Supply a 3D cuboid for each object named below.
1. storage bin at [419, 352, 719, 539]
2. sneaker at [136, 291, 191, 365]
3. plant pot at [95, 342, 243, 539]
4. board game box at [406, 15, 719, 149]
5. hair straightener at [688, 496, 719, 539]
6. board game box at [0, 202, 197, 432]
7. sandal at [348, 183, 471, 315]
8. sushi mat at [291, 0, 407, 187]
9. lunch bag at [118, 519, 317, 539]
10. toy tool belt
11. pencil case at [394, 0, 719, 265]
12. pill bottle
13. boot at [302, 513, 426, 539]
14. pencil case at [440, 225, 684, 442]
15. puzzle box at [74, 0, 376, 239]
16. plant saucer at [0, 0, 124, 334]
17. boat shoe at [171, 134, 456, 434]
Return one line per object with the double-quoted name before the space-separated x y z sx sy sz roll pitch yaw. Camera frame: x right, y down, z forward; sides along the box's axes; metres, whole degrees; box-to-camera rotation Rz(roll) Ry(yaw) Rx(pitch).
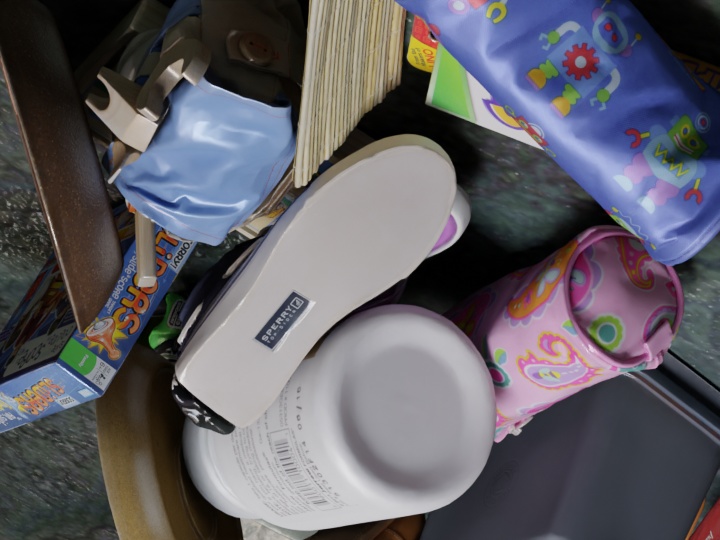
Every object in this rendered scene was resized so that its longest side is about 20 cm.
"storage bin" 0.127 0.144 1.653 0.145 0.135 0.200 36 150 -20
"sneaker" -0.088 0.060 1.737 0.199 0.078 0.085 6 146 31
"plant pot" -0.107 0.135 1.649 0.027 0.201 0.200 -15 139 11
"board game box" 0.117 -0.088 1.390 0.199 0.030 0.096 24 151 7
"hair straightener" 0.254 0.129 1.639 0.077 0.041 0.200 -4 146 -15
"board game box" -0.167 0.024 1.651 0.034 0.136 0.200 37 158 -15
"sandal" -0.007 -0.004 1.544 0.082 0.050 0.203 29 149 -8
"sushi mat" 0.000 -0.123 1.348 0.012 0.096 0.200 34 154 14
"lunch bag" -0.074 0.184 1.893 0.164 0.118 0.200 28 156 -5
"toy tool belt" -0.074 -0.085 1.407 0.124 0.123 0.200 20 142 -7
"pencil case" 0.107 -0.096 1.302 0.200 0.087 0.078 45 180 -13
"pill bottle" -0.019 0.088 1.567 0.114 0.115 0.200 36 156 -19
"boot" 0.001 0.211 1.680 0.073 0.200 0.155 0 138 34
"pencil case" 0.098 0.041 1.551 0.087 0.088 0.200 33 150 -15
"puzzle box" -0.067 -0.069 1.562 0.200 0.025 0.133 32 151 -13
"plant saucer" -0.163 -0.067 1.492 0.037 0.201 0.201 -17 149 -7
"boat shoe" -0.030 -0.010 1.477 0.075 0.093 0.200 39 107 -22
